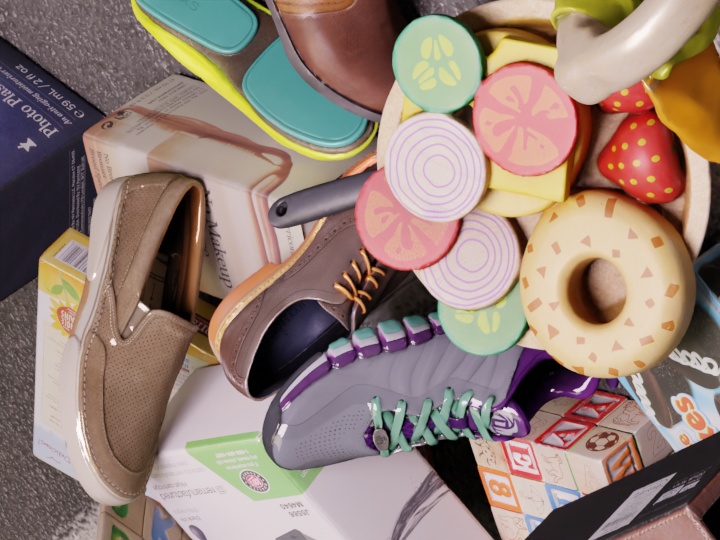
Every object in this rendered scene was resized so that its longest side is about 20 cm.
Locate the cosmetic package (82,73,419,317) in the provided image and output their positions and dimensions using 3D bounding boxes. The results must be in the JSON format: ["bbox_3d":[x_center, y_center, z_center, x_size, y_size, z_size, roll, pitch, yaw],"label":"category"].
[{"bbox_3d":[-0.067,-0.041,1.846,0.199,0.087,0.104,18,133,43],"label":"cosmetic package"}]

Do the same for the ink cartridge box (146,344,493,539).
[{"bbox_3d":[-0.022,0.150,1.817,0.145,0.084,0.200,-13,123,51],"label":"ink cartridge box"}]

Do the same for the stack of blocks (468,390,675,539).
[{"bbox_3d":[0.148,0.170,1.798,0.115,0.059,0.201,12,129,47],"label":"stack of blocks"}]

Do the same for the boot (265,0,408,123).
[{"bbox_3d":[0.023,-0.189,1.628,0.188,0.068,0.200,48,132,-2],"label":"boot"}]

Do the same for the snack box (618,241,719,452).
[{"bbox_3d":[0.223,0.089,1.645,0.200,0.037,0.116,52,147,2],"label":"snack box"}]

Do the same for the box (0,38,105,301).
[{"bbox_3d":[-0.307,-0.068,2.025,0.200,0.198,0.124,36,144,25],"label":"box"}]

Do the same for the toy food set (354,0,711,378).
[{"bbox_3d":[0.091,-0.046,1.605,0.197,0.049,0.201,12,110,23],"label":"toy food set"}]

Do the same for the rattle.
[{"bbox_3d":[0.194,-0.138,1.443,0.143,0.130,0.200,45,122,-7],"label":"rattle"}]

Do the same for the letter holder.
[{"bbox_3d":[0.180,0.185,1.641,0.142,0.101,0.200,53,139,-5],"label":"letter holder"}]

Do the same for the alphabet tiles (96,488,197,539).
[{"bbox_3d":[-0.090,0.184,1.854,0.008,0.168,0.200,-28,130,30],"label":"alphabet tiles"}]

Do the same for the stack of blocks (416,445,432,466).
[{"bbox_3d":[-0.043,0.114,1.975,0.199,0.059,0.116,21,136,40],"label":"stack of blocks"}]

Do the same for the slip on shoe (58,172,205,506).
[{"bbox_3d":[-0.127,0.038,1.776,0.060,0.201,0.076,-7,156,35],"label":"slip on shoe"}]

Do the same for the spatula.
[{"bbox_3d":[0.035,-0.053,1.676,0.199,0.057,0.021,-12,153,23],"label":"spatula"}]

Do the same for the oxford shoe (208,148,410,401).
[{"bbox_3d":[0.000,0.000,1.719,0.071,0.200,0.073,39,-169,-27],"label":"oxford shoe"}]

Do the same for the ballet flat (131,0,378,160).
[{"bbox_3d":[-0.057,-0.120,1.795,0.200,0.067,0.067,38,166,28],"label":"ballet flat"}]

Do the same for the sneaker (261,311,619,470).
[{"bbox_3d":[0.044,0.070,1.693,0.088,0.199,0.075,52,163,46],"label":"sneaker"}]

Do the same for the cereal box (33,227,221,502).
[{"bbox_3d":[-0.144,0.080,1.946,0.143,0.040,0.200,28,141,16],"label":"cereal box"}]
